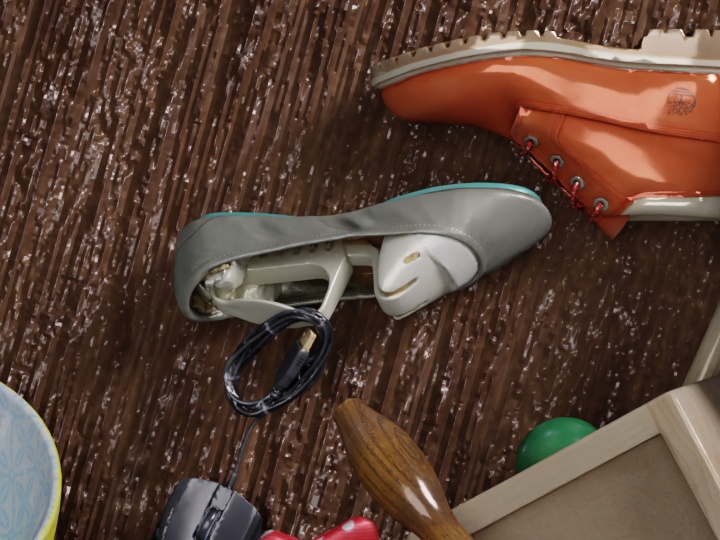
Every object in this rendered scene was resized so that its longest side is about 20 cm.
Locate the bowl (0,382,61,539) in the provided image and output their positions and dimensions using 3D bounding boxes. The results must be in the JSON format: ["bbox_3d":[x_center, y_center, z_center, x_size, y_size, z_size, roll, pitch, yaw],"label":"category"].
[{"bbox_3d":[-0.254,0.148,1.198,0.200,0.200,0.108,13,133,10],"label":"bowl"}]

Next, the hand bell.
[{"bbox_3d":[0.050,0.135,1.077,0.104,0.104,0.200,-40,64,5],"label":"hand bell"}]

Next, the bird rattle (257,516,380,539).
[{"bbox_3d":[-0.060,0.185,1.155,0.200,0.163,0.113,-17,58,14],"label":"bird rattle"}]

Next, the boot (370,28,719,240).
[{"bbox_3d":[0.103,-0.070,1.182,0.200,0.075,0.107,2,93,8],"label":"boot"}]

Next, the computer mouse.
[{"bbox_3d":[-0.066,0.107,1.190,0.059,0.034,0.200,25,109,6],"label":"computer mouse"}]

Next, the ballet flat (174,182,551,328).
[{"bbox_3d":[0.000,0.000,1.193,0.200,0.067,0.064,-5,52,13],"label":"ballet flat"}]

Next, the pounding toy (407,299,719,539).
[{"bbox_3d":[0.146,0.132,1.146,0.184,0.142,0.200,-31,80,21],"label":"pounding toy"}]
